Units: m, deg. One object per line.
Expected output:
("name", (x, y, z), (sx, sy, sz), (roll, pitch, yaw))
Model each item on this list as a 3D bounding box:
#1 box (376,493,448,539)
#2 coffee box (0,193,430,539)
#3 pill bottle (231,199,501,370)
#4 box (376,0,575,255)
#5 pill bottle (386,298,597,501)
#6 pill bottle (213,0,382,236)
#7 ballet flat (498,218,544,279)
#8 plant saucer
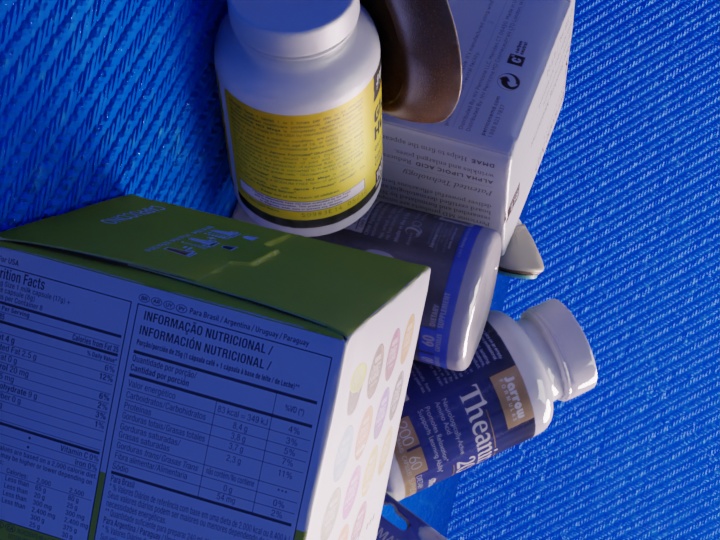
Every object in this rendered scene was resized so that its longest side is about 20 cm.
("box", (-0.031, 0.259, 1.154), (0.200, 0.122, 0.048), (-52, 177, -27))
("coffee box", (-0.092, 0.081, 0.835), (0.200, 0.199, 0.199), (-34, 137, -73))
("pill bottle", (0.000, 0.000, 1.167), (0.114, 0.199, 0.114), (14, 90, -79))
("box", (0.056, -0.146, 1.244), (0.131, 0.199, 0.199), (88, 21, -54))
("pill bottle", (0.087, 0.100, 1.231), (0.111, 0.199, 0.111), (62, -12, 22))
("pill bottle", (-0.041, -0.123, 1.033), (0.200, 0.112, 0.113), (88, 21, -55))
("ballet flat", (0.092, -0.045, 1.301), (0.069, 0.200, 0.070), (-9, 108, -29))
("plant saucer", (0.000, -0.188, 1.055), (0.032, 0.200, 0.200), (-29, 149, -17))
